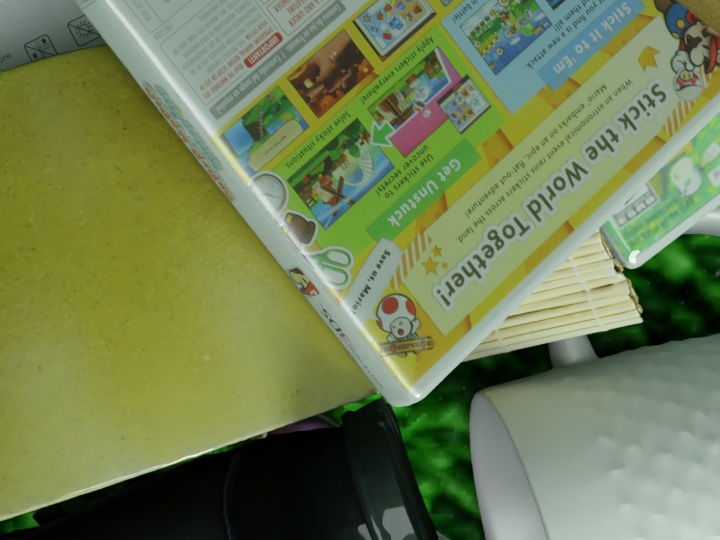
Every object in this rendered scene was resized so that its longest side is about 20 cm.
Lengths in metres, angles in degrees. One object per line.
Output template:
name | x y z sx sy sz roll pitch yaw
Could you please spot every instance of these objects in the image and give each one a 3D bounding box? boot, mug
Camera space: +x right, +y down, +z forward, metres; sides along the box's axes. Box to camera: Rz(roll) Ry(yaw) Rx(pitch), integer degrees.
boot | -0.056 0.100 1.019 0.162 0.198 0.073 -19 93 -1
mug | 0.138 0.071 1.122 0.175 0.148 0.200 -14 79 -8

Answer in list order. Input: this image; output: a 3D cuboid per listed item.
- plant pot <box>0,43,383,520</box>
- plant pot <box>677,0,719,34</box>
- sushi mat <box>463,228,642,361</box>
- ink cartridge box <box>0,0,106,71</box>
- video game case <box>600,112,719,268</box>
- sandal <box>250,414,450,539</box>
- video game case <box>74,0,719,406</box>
plant pot | -0.100 0.003 1.029 0.200 0.200 0.142 -19 88 2
plant pot | 0.195 -0.122 0.999 0.200 0.186 0.187 16 106 -16
sushi mat | 0.000 0.000 1.094 0.200 0.012 0.096 -14 118 30
ink cartridge box | -0.167 -0.137 1.073 0.099 0.039 0.200 -24 110 4
video game case | 0.128 -0.130 1.081 0.200 0.022 0.182 -37 108 -7
sandal | 0.029 0.134 1.133 0.050 0.082 0.203 -34 83 32
video game case | 0.025 -0.086 0.998 0.200 0.023 0.182 -43 101 -26
